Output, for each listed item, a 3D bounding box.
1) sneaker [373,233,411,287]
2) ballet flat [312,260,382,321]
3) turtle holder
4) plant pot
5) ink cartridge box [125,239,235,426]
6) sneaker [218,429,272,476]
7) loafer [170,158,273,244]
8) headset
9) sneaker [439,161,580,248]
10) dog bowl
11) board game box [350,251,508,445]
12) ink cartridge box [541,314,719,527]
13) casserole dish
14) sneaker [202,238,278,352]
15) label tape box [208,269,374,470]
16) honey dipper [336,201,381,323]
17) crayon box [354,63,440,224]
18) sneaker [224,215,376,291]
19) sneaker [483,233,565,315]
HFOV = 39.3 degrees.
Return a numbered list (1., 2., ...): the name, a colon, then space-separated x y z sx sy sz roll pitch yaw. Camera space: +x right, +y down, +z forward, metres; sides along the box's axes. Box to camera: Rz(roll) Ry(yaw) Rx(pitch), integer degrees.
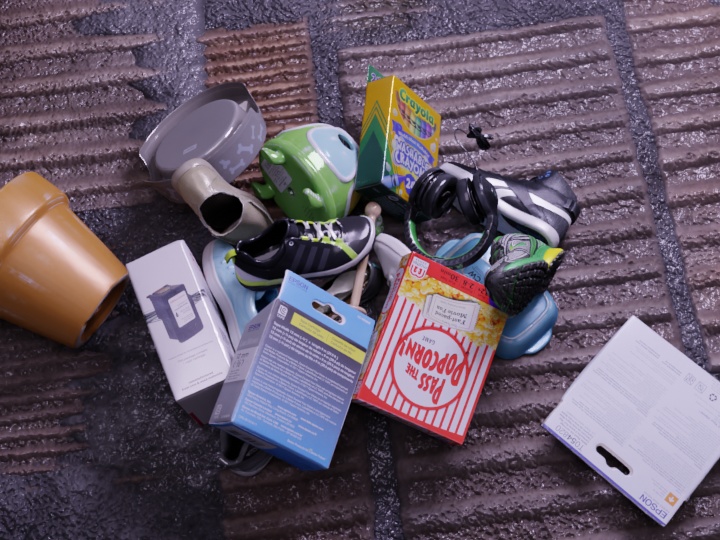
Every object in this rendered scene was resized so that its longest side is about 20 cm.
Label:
1. sneaker: 0.065 0.045 1.345 0.088 0.075 0.200 -36 81 -4
2. ballet flat: -0.056 0.048 1.358 0.200 0.068 0.068 -40 72 -12
3. turtle holder: -0.049 -0.122 1.389 0.185 0.141 0.132 37 58 27
4. plant pot: -0.416 0.003 1.340 0.183 0.200 0.201 34 73 -2
5. ink cartridge box: -0.220 0.083 1.310 0.084 0.145 0.201 -23 69 -5
6. sneaker: -0.112 0.170 1.271 0.075 0.116 0.200 30 84 17
7. loafer: -0.178 -0.073 1.346 0.076 0.200 0.068 -39 54 10
8. headset: 0.132 -0.096 1.339 0.123 0.094 0.201 10 81 26
9. sneaker: 0.214 -0.111 1.417 0.200 0.073 0.112 34 61 17
10. dog bowl: -0.219 -0.176 1.411 0.199 0.059 0.201 -24 38 20
11. board game box: 0.090 0.099 1.275 0.151 0.046 0.201 24 76 -12
12. ink cartridge box: 0.367 0.193 1.297 0.199 0.041 0.200 40 75 16
13. casserole dish: 0.180 0.028 1.373 0.121 0.039 0.200 -40 71 -13
14. sneaker: -0.145 0.029 1.349 0.082 0.074 0.201 -39 63 24
15. label tape box: -0.079 0.122 1.223 0.143 0.066 0.201 31 62 -26
16. honey dipper: 0.000 0.000 1.326 0.038 0.038 0.201 9 70 6
17. crayon box: 0.056 -0.181 1.411 0.051 0.126 0.201 -11 63 35
18. sneaker: -0.073 -0.032 1.288 0.199 0.083 0.072 -21 53 -8
19. sneaker: 0.193 -0.001 1.288 0.085 0.200 0.078 29 109 17
